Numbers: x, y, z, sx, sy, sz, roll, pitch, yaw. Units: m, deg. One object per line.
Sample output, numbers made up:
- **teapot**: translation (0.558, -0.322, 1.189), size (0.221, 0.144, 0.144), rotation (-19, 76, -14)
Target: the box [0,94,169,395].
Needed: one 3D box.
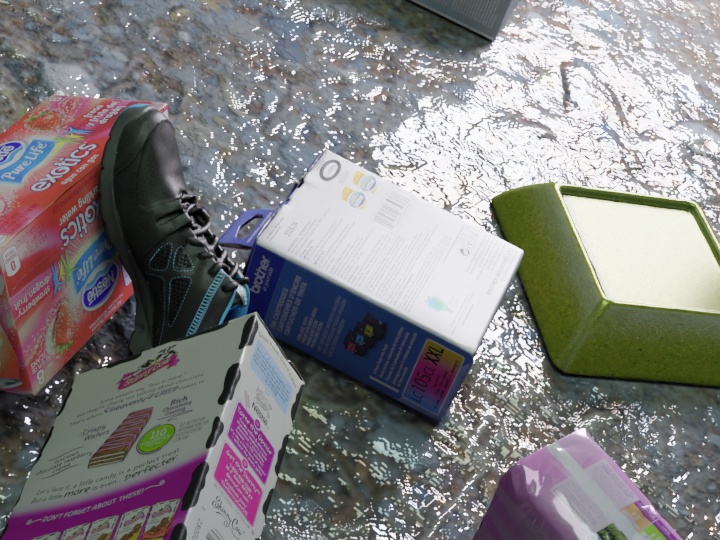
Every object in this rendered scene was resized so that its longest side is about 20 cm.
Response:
- **box**: translation (-0.199, -0.022, 0.926), size (0.094, 0.104, 0.200), rotation (6, 34, 23)

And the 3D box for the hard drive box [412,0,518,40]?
- **hard drive box**: translation (0.077, -0.331, 1.455), size (0.199, 0.077, 0.156), rotation (27, 39, 5)

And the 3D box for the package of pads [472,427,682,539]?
- **package of pads**: translation (0.151, 0.203, 0.842), size (0.075, 0.121, 0.200), rotation (-21, 56, -34)

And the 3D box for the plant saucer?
- **plant saucer**: translation (0.223, 0.000, 1.170), size (0.198, 0.048, 0.201), rotation (6, 42, -20)

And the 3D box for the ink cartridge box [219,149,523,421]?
- **ink cartridge box**: translation (0.000, 0.000, 1.037), size (0.199, 0.077, 0.137), rotation (28, 38, 4)

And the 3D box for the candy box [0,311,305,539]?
- **candy box**: translation (-0.117, 0.124, 0.791), size (0.061, 0.135, 0.201), rotation (56, 29, -29)

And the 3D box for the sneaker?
- **sneaker**: translation (-0.105, -0.004, 0.904), size (0.081, 0.202, 0.073), rotation (-7, 7, 23)
